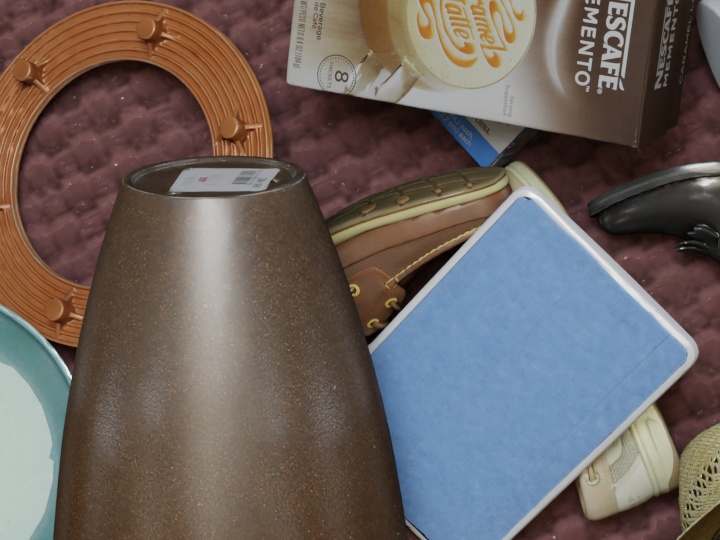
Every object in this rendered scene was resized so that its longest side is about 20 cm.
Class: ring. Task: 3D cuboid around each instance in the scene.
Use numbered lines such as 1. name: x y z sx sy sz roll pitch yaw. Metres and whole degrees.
1. ring: -0.141 -0.056 1.317 0.200 0.019 0.201 -5 78 25

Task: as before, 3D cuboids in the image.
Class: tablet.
1. tablet: 0.073 0.062 1.266 0.130 0.014 0.200 44 117 3

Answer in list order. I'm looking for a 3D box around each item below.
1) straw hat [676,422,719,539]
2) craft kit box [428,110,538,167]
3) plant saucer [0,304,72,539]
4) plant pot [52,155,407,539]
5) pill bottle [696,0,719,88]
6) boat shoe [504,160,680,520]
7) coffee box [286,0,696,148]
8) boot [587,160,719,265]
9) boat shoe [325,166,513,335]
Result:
1. straw hat: 0.209 0.123 1.238 0.201 0.201 0.085 -30 51 0
2. craft kit box: 0.073 -0.194 1.304 0.200 0.049 0.198 48 115 9
3. plant saucer: -0.246 0.109 1.327 0.200 0.036 0.200 -1 81 4
4. plant pot: -0.070 0.048 1.212 0.187 0.187 0.200 0 105 5
5. pill bottle: 0.291 -0.145 1.274 0.200 0.116 0.116 -25 80 -3
6. boat shoe: 0.109 0.038 1.292 0.065 0.072 0.200 -24 86 0
7. coffee box: 0.071 -0.141 1.247 0.200 0.080 0.115 11 105 21
8. boot: 0.227 0.027 1.287 0.200 0.069 0.174 -3 89 11
9. boat shoe: 0.000 0.000 1.298 0.200 0.072 0.068 -23 99 19
